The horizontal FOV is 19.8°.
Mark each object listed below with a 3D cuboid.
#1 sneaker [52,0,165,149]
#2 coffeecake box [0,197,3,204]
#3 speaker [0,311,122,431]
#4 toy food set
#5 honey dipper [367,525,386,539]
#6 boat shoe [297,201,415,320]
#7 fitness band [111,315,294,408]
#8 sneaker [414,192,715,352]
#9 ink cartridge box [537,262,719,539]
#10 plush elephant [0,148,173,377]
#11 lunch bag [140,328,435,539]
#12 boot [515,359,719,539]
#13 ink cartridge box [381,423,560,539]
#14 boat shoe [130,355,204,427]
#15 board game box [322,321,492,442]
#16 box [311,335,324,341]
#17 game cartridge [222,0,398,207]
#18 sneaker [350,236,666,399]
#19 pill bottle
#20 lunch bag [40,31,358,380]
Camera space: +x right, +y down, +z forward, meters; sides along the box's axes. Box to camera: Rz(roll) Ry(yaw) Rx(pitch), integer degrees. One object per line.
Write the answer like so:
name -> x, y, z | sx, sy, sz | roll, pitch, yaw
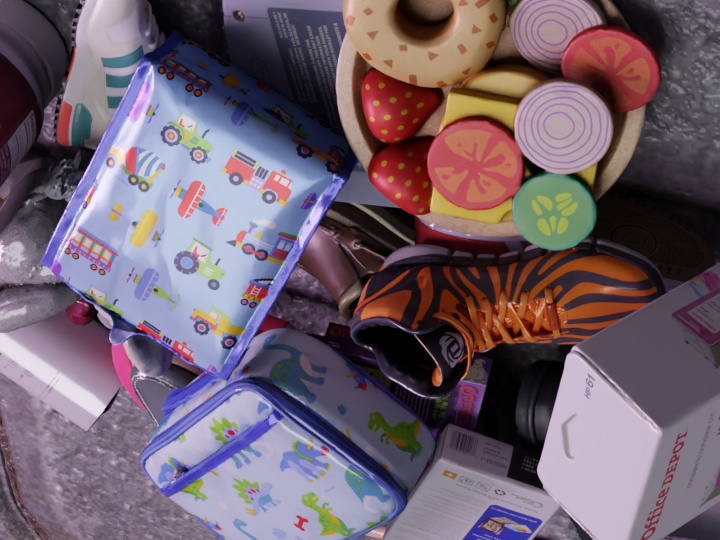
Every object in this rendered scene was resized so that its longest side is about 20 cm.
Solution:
sneaker -> -0.151, -0.150, 1.410 | 0.093, 0.070, 0.200 | 15, 140, -7
coffeecake box -> -0.371, -0.102, 1.567 | 0.153, 0.073, 0.200 | 11, 138, 33
speaker -> -0.279, 0.045, 1.673 | 0.200, 0.081, 0.081 | 35, 141, -6
toy food set -> 0.081, -0.109, 1.267 | 0.198, 0.049, 0.200 | 11, 116, 6
honey dipper -> 0.062, 0.225, 1.693 | 0.200, 0.038, 0.038 | 7, 136, 29
boat shoe -> 0.001, -0.004, 1.453 | 0.202, 0.075, 0.075 | 21, 140, 11
fitness band -> -0.101, 0.083, 1.591 | 0.200, 0.037, 0.144 | 17, 141, 18
sneaker -> 0.130, 0.006, 1.368 | 0.200, 0.071, 0.113 | 15, 127, 13
ink cartridge box -> 0.219, 0.075, 1.295 | 0.085, 0.200, 0.145 | 48, 150, 31
plush elephant -> -0.194, -0.004, 1.502 | 0.155, 0.165, 0.200 | 37, 148, -20
lunch bag -> -0.058, 0.130, 1.472 | 0.161, 0.082, 0.200 | 40, 142, -12
boot -> 0.218, 0.140, 1.470 | 0.168, 0.076, 0.200 | 2, 138, 34
ink cartridge box -> 0.078, 0.180, 1.514 | 0.095, 0.037, 0.200 | 19, 146, -5
boat shoe -> -0.113, 0.144, 1.586 | 0.073, 0.062, 0.200 | -13, 126, 42
board game box -> 0.023, 0.116, 1.507 | 0.120, 0.032, 0.200 | 16, 143, 5
box -> -0.024, 0.112, 1.624 | 0.200, 0.036, 0.143 | 6, 134, 25
game cartridge -> -0.018, -0.128, 1.365 | 0.133, 0.042, 0.200 | 11, 137, 28
sneaker -> 0.087, 0.037, 1.291 | 0.200, 0.112, 0.078 | -3, 118, 25
pill bottle -> -0.291, -0.099, 1.433 | 0.114, 0.200, 0.114 | 17, 139, 15
lunch bag -> -0.114, -0.029, 1.360 | 0.151, 0.094, 0.200 | 31, 108, -2
